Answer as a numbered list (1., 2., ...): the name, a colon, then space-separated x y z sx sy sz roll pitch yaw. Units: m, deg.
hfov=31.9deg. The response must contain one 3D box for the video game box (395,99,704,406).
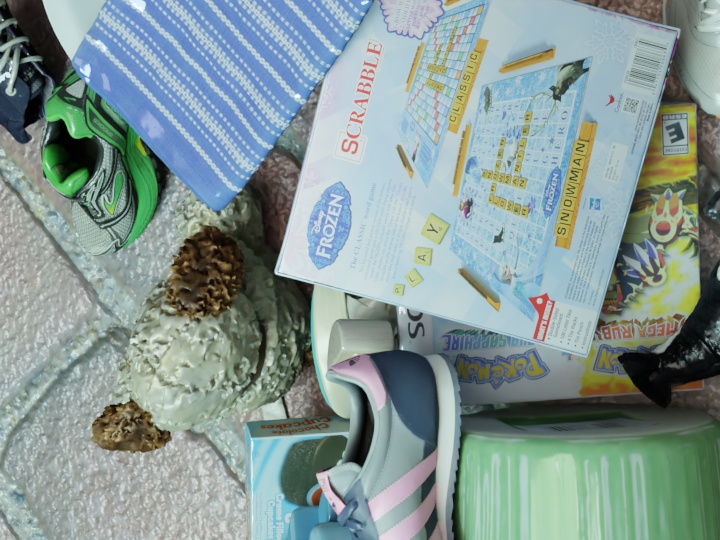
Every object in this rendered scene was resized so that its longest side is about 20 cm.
1. video game box: 0.116 -0.010 0.808 0.197 0.047 0.185 -4 101 1

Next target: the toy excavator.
1. toy excavator: 0.000 0.160 0.809 0.098 0.196 0.202 3 135 -11

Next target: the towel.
1. towel: -0.091 -0.141 0.753 0.145 0.024 0.200 46 132 5

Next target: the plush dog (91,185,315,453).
1. plush dog: -0.102 0.053 0.872 0.159 0.171 0.202 28 107 15

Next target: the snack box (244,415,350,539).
1. snack box: -0.023 0.204 0.899 0.114 0.037 0.203 -3 104 -12

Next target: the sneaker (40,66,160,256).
1. sneaker: -0.198 -0.076 0.907 0.077 0.085 0.201 31 146 15

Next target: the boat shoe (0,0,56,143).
1. boat shoe: -0.267 -0.173 0.918 0.092 0.200 0.075 35 67 8

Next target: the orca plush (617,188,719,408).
1. orca plush: 0.241 0.004 0.753 0.199 0.071 0.106 -33 99 2

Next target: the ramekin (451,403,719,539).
1. ramekin: 0.136 0.140 0.781 0.197 0.200 0.099 -2 90 22

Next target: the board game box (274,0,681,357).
1. board game box: 0.067 -0.071 0.756 0.197 0.041 0.203 15 97 -2

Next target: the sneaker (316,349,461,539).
1. sneaker: 0.010 0.147 0.733 0.081 0.070 0.203 6 76 -19

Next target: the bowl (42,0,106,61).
1. bowl: -0.116 -0.177 0.867 0.199 0.091 0.202 28 148 19

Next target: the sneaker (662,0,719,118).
1. sneaker: 0.211 -0.192 0.752 0.075 0.092 0.203 -1 98 22

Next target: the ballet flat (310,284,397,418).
1. ballet flat: 0.000 0.000 0.867 0.068 0.069 0.203 -6 89 22
